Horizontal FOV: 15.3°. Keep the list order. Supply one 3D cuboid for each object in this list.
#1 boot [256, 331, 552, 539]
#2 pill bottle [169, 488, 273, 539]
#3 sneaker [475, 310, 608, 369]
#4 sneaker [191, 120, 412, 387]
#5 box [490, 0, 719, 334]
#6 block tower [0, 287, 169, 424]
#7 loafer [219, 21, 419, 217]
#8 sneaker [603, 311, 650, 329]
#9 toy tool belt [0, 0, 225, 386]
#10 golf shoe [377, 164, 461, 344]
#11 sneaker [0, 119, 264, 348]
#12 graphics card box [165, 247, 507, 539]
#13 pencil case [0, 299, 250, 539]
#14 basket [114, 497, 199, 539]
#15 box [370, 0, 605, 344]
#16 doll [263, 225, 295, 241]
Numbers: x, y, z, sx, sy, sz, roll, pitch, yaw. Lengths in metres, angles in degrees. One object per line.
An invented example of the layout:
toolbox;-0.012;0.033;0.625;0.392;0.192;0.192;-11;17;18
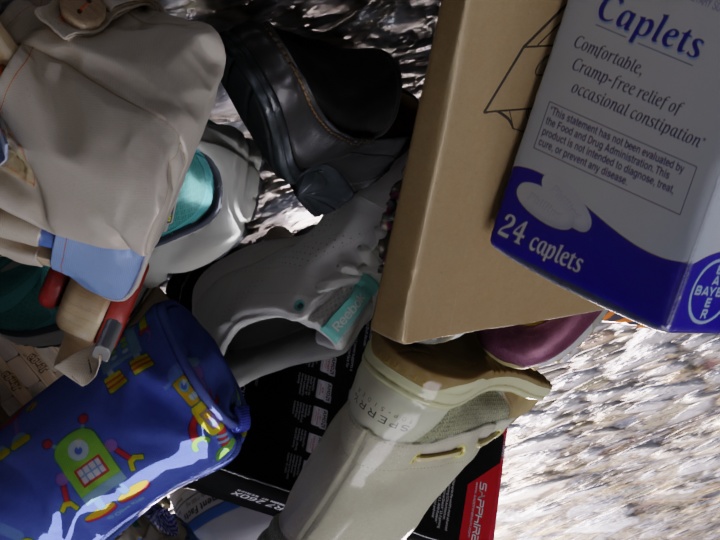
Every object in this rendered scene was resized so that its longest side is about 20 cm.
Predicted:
boot;0.019;0.101;1.368;0.155;0.072;0.200;-60;163;10
pill bottle;-0.053;0.113;1.508;0.112;0.200;0.112;-17;162;-6
sneaker;0.113;-0.046;1.317;0.200;0.075;0.090;-59;161;-4
sneaker;0.000;0.000;1.317;0.200;0.089;0.075;-36;113;21
box;0.178;-0.080;1.174;0.184;0.105;0.200;3;109;-49
block tower;-0.190;0.055;1.408;0.200;0.054;0.058;-30;-166;29
loafer;-0.017;-0.080;1.212;0.072;0.073;0.200;-29;171;4
sneaker;0.115;0.004;1.584;0.112;0.078;0.200;-25;152;34
toy tool belt;-0.137;-0.047;1.134;0.123;0.125;0.200;23;146;-3
golf shoe;0.074;-0.052;1.247;0.092;0.073;0.200;-1;123;-41
sneaker;-0.126;-0.028;1.271;0.080;0.078;0.200;27;141;-27
graphics card box;-0.016;0.074;1.439;0.200;0.126;0.051;20;155;-26
pencil case;-0.141;0.103;1.287;0.200;0.087;0.078;-39;175;10
basket;-0.142;0.183;1.418;0.139;0.200;0.176;-25;-165;-4
box;0.084;-0.070;1.179;0.163;0.021;0.200;-8;118;-45
doll;0.016;-0.016;1.446;0.136;0.048;0.200;-3;156;-14
